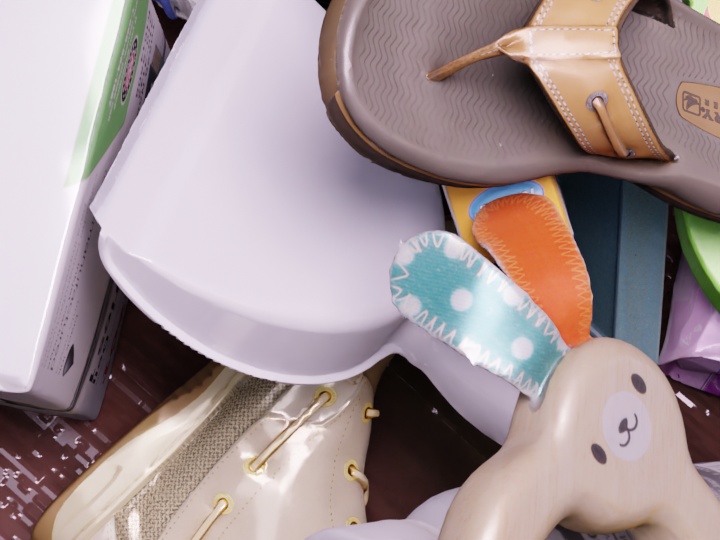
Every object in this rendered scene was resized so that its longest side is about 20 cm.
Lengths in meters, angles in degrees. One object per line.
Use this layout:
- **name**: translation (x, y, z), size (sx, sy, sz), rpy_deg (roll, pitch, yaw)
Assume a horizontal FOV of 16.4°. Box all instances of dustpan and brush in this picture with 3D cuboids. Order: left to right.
- **dustpan and brush**: translation (0.000, 0.000, 0.856), size (0.199, 0.057, 0.140), rpy_deg (35, 52, -15)

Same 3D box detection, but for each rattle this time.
- **rattle**: translation (0.089, 0.067, 0.722), size (0.129, 0.143, 0.202), rpy_deg (1, 83, -22)

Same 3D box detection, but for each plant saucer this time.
- **plant saucer**: translation (0.085, -0.061, 0.882), size (0.019, 0.070, 0.201), rpy_deg (-17, 127, -22)

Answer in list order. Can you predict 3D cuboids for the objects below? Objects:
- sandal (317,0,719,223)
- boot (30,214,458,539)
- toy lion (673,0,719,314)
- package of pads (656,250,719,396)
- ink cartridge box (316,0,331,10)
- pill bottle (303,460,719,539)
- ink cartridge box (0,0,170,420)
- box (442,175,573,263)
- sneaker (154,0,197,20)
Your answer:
- **sandal**: translation (0.078, -0.058, 0.772), size (0.199, 0.054, 0.082), rpy_deg (15, 73, -28)
- **boot**: translation (-0.001, 0.091, 0.918), size (0.200, 0.073, 0.156), rpy_deg (-39, 84, -2)
- **toy lion**: translation (0.181, -0.066, 0.867), size (0.191, 0.069, 0.200), rpy_deg (40, 83, 8)
- **package of pads**: translation (0.189, -0.043, 0.929), size (0.120, 0.076, 0.202), rpy_deg (14, 84, 2)
- **ink cartridge box**: translation (0.068, -0.187, 0.948), size (0.163, 0.075, 0.202), rpy_deg (10, 84, 1)
- **pill bottle**: translation (0.074, 0.127, 0.849), size (0.199, 0.113, 0.114), rpy_deg (-2, 82, -34)
- **ink cartridge box**: translation (-0.123, -0.029, 0.871), size (0.084, 0.200, 0.147), rpy_deg (14, 85, 2)
- **box**: translation (0.031, -0.084, 0.847), size (0.041, 0.119, 0.202), rpy_deg (-16, 95, 5)
- **sneaker**: translation (-0.097, -0.135, 0.944), size (0.088, 0.075, 0.200), rpy_deg (-33, 72, -11)
